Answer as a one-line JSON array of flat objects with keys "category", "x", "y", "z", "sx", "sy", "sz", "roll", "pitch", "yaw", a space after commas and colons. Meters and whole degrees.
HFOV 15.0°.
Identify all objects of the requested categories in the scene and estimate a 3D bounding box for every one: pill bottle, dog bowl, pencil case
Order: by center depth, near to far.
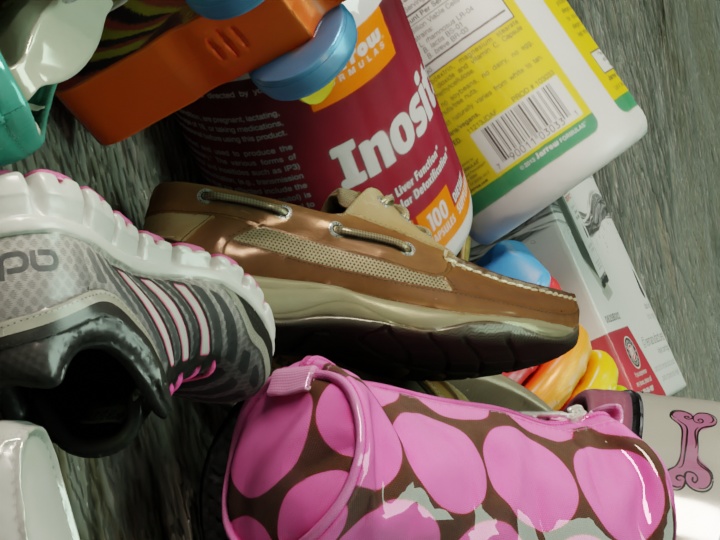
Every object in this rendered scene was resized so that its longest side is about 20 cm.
[{"category": "pencil case", "x": 0.038, "y": 0.088, "z": 1.130, "sx": 0.200, "sy": 0.091, "sz": 0.094, "roll": 14, "pitch": 81, "yaw": -42}, {"category": "pill bottle", "x": -0.029, "y": -0.085, "z": 1.208, "sx": 0.113, "sy": 0.113, "sz": 0.200, "roll": -78, "pitch": 153, "yaw": -50}, {"category": "dog bowl", "x": 0.112, "y": 0.145, "z": 1.304, "sx": 0.200, "sy": 0.074, "sz": 0.200, "roll": -159, "pitch": -90, "yaw": -85}, {"category": "pill bottle", "x": 0.049, "y": -0.123, "z": 1.413, "sx": 0.200, "sy": 0.113, "sz": 0.113, "roll": 55, "pitch": 18, "yaw": 0}]

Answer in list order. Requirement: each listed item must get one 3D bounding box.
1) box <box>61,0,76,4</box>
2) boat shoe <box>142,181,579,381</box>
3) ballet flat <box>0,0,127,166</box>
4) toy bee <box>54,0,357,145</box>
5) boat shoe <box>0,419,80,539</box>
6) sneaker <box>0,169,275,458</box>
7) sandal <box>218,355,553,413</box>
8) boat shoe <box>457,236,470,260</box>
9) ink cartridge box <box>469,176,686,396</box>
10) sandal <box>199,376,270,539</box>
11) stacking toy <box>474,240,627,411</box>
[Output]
[{"category": "box", "x": -0.079, "y": -0.220, "z": 0.966, "sx": 0.106, "sy": 0.152, "sz": 0.200, "roll": 59, "pitch": 7, "yaw": -49}, {"category": "boat shoe", "x": 0.000, "y": 0.000, "z": 1.151, "sx": 0.200, "sy": 0.076, "sz": 0.074, "roll": 8, "pitch": 71, "yaw": -25}, {"category": "ballet flat", "x": -0.117, "y": -0.096, "z": 0.999, "sx": 0.200, "sy": 0.070, "sz": 0.067, "roll": -75, "pitch": 150, "yaw": -55}, {"category": "toy bee", "x": -0.026, "y": -0.121, "z": 1.087, "sx": 0.131, "sy": 0.200, "sz": 0.109, "roll": 77, "pitch": 12, "yaw": -46}, {"category": "boat shoe", "x": -0.094, "y": 0.145, "z": 0.939, "sx": 0.075, "sy": 0.068, "sz": 0.200, "roll": -20, "pitch": 99, "yaw": -73}, {"category": "sneaker", "x": -0.092, "y": 0.032, "z": 1.009, "sx": 0.200, "sy": 0.074, "sz": 0.087, "roll": 34, "pitch": 48, "yaw": -61}, {"category": "sandal", "x": 0.015, "y": 0.067, "z": 1.211, "sx": 0.200, "sy": 0.054, "sz": 0.080, "roll": 28, "pitch": 91, "yaw": -31}, {"category": "boat shoe", "x": 0.012, "y": 0.016, "z": 1.323, "sx": 0.072, "sy": 0.068, "sz": 0.200, "roll": 39, "pitch": 18, "yaw": -8}, {"category": "ink cartridge box", "x": 0.097, "y": -0.003, "z": 1.542, "sx": 0.200, "sy": 0.083, "sz": 0.147, "roll": 66, "pitch": 16, "yaw": 3}, {"category": "sandal", "x": -0.028, "y": 0.138, "z": 1.186, "sx": 0.048, "sy": 0.075, "sz": 0.200, "roll": -130, "pitch": -148, "yaw": -71}, {"category": "stacking toy", "x": 0.113, "y": 0.088, "z": 1.425, "sx": 0.200, "sy": 0.110, "sz": 0.116, "roll": 42, "pitch": 4, "yaw": -11}]
